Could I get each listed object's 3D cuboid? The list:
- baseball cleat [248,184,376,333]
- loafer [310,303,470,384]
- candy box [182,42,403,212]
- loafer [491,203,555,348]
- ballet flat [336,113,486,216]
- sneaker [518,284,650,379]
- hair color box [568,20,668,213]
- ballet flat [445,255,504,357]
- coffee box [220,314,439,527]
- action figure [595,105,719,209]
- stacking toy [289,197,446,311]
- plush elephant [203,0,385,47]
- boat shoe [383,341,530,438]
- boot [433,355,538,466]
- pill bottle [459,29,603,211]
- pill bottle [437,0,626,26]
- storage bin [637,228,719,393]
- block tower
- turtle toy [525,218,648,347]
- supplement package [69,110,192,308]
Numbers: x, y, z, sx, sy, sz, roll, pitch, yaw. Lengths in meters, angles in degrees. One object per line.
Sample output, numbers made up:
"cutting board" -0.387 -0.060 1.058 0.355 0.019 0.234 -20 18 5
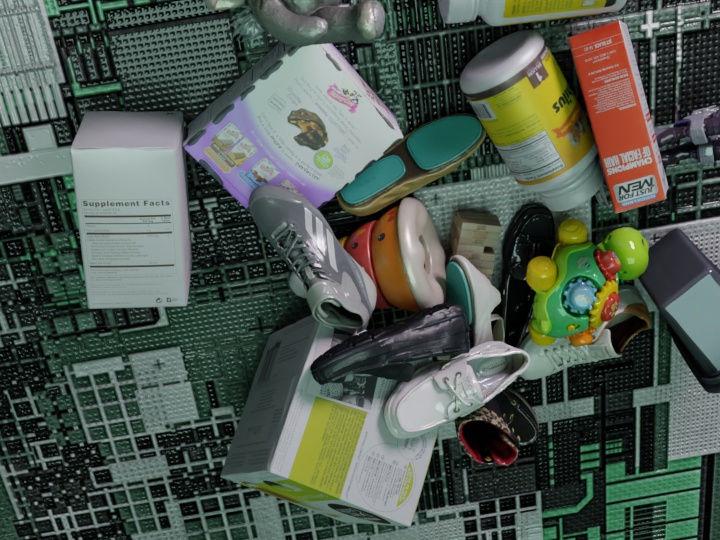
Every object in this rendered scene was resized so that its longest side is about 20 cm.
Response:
"baseball cleat" -0.055 -0.012 1.135 0.200 0.107 0.070 42 117 -13
"loafer" 0.039 0.097 1.146 0.199 0.068 0.071 -18 96 -18
"candy box" -0.078 -0.163 1.166 0.199 0.072 0.168 -38 115 14
"loafer" 0.216 0.015 1.299 0.071 0.063 0.202 7 117 -10
"ballet flat" 0.063 -0.128 1.213 0.198 0.069 0.063 -26 158 6
"sneaker" 0.298 0.096 1.342 0.199 0.085 0.073 -35 118 14
"hair color box" 0.297 -0.176 1.135 0.063 0.111 0.202 -16 95 21
"ballet flat" 0.149 0.057 1.261 0.069 0.070 0.202 -10 123 -1
"coffee box" -0.030 0.194 1.248 0.196 0.199 0.202 25 69 -18
"action figure" 0.354 -0.147 1.228 0.198 0.070 0.131 -12 127 17
"stacking toy" 0.000 0.000 1.246 0.198 0.147 0.147 -13 120 18
"plush elephant" -0.087 -0.319 1.029 0.198 0.167 0.155 -11 149 26
"boat shoe" 0.118 0.136 1.179 0.199 0.069 0.071 -28 97 -27
"boot" 0.183 0.209 1.350 0.073 0.151 0.200 -39 115 15
"pill bottle" 0.207 -0.171 1.166 0.109 0.110 0.201 -31 114 11
"pill bottle" 0.185 -0.329 1.082 0.197 0.115 0.116 -7 119 -3
"storage bin" 0.439 0.033 1.269 0.145 0.200 0.134 -41 106 15
"block tower" 0.137 0.019 1.298 0.057 0.054 0.202 5 118 -8
"turtle toy" 0.290 0.014 1.266 0.200 0.100 0.147 -46 144 -27
"supplement package" -0.264 -0.072 1.165 0.118 0.122 0.202 -1 118 -5
